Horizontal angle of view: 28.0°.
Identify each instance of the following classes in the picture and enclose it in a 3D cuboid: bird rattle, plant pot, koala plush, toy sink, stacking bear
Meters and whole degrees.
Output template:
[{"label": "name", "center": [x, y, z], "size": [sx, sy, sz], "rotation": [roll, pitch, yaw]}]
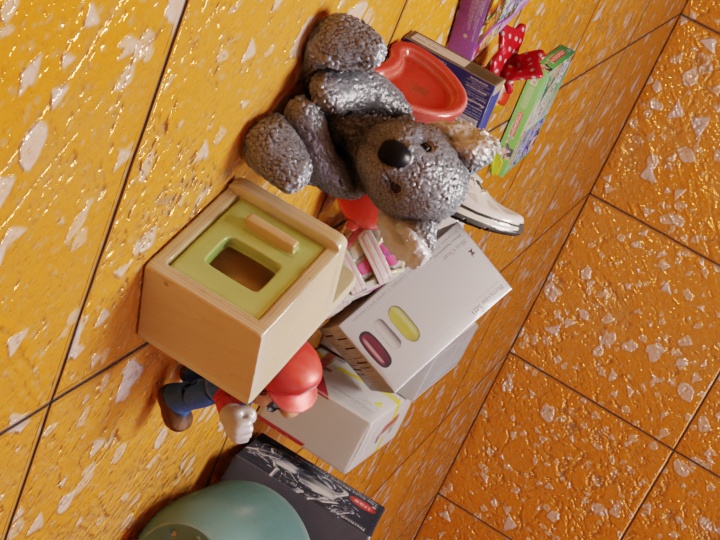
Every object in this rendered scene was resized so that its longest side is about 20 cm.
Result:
[{"label": "bird rattle", "center": [0.164, -0.240, 1.907], "size": [0.163, 0.112, 0.201], "rotation": [-84, -164, -71]}, {"label": "plant pot", "center": [-0.177, 0.349, 1.679], "size": [0.201, 0.200, 0.161], "rotation": [-61, 159, 7]}, {"label": "koala plush", "center": [0.022, -0.113, 1.384], "size": [0.178, 0.199, 0.184], "rotation": [-59, 167, -5]}, {"label": "toy sink", "center": [-0.095, 0.001, 1.354], "size": [0.200, 0.130, 0.112], "rotation": [-47, 161, -40]}, {"label": "stacking bear", "center": [0.032, -0.130, 1.596], "size": [0.121, 0.114, 0.200], "rotation": [-43, 163, -49]}]

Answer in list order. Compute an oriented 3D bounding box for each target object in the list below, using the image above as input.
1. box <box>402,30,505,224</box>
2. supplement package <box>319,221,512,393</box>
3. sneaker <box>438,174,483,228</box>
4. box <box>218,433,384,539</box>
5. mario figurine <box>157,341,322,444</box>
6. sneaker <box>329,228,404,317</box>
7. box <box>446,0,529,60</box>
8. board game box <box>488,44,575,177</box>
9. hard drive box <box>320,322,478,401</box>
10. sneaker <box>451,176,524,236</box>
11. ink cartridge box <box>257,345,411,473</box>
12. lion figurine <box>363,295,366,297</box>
[{"label": "box", "center": [0.077, -0.160, 1.650], "size": [0.032, 0.121, 0.201], "rotation": [-43, 159, -51]}, {"label": "supplement package", "center": [0.067, 0.049, 1.826], "size": [0.200, 0.111, 0.156], "rotation": [-41, -176, -10]}, {"label": "sneaker", "center": [0.100, -0.060, 2.013], "size": [0.201, 0.088, 0.075], "rotation": [-63, 167, 14]}, {"label": "box", "center": [-0.084, 0.314, 1.854], "size": [0.104, 0.199, 0.182], "rotation": [-60, 176, 6]}, {"label": "mario figurine", "center": [-0.109, 0.126, 1.436], "size": [0.200, 0.106, 0.124], "rotation": [-16, -123, 45]}, {"label": "sneaker", "center": [-0.002, -0.013, 1.670], "size": [0.088, 0.082, 0.200], "rotation": [-5, -148, 52]}, {"label": "box", "center": [0.183, -0.364, 1.775], "size": [0.200, 0.039, 0.137], "rotation": [-48, 163, -39]}, {"label": "board game box", "center": [0.281, -0.262, 2.367], "size": [0.135, 0.029, 0.201], "rotation": [-39, 155, -54]}, {"label": "hard drive box", "center": [0.058, 0.088, 2.034], "size": [0.077, 0.156, 0.200], "rotation": [-63, 165, 20]}, {"label": "sneaker", "center": [0.121, -0.122, 1.741], "size": [0.076, 0.200, 0.116], "rotation": [-143, -103, -86]}, {"label": "ink cartridge box", "center": [-0.029, 0.178, 1.935], "size": [0.084, 0.145, 0.200], "rotation": [-64, 166, 16]}, {"label": "lion figurine", "center": [0.000, 0.000, 1.823], "size": [0.123, 0.072, 0.200], "rotation": [-48, 170, -4]}]
